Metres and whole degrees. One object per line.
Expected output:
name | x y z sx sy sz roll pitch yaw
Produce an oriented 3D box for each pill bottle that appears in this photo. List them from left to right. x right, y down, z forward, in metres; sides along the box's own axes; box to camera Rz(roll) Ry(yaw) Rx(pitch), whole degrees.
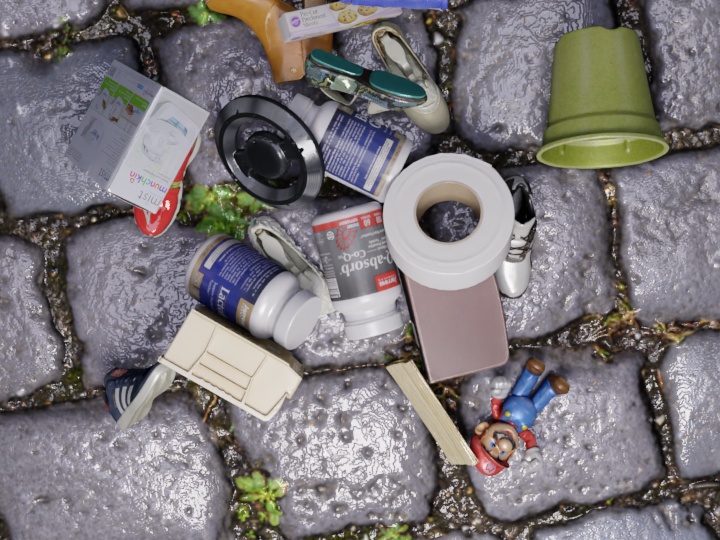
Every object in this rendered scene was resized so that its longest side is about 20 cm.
pill bottle | -0.165 0.035 1.699 0.199 0.116 0.116 29 94 21
pill bottle | -0.027 -0.198 1.716 0.199 0.111 0.112 26 93 -2
pill bottle | 0.000 0.000 1.727 0.115 0.116 0.201 -15 94 1

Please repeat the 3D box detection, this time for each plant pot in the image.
plant pot | 0.368 -0.270 1.688 0.199 0.200 0.186 -2 82 0

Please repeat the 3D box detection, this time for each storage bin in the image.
storage bin | -0.192 0.141 1.693 0.198 0.200 0.094 30 89 -2

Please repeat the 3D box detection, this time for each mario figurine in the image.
mario figurine | 0.253 0.243 1.746 0.123 0.106 0.201 32 85 32

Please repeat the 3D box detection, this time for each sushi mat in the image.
sushi mat | 0.113 0.229 1.757 0.012 0.096 0.201 -35 93 -22

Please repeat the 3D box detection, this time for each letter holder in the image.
letter holder | 0.150 0.060 1.741 0.141 0.101 0.201 -14 94 -1

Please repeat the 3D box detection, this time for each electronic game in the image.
electronic game | -0.143 -0.181 1.698 0.200 0.200 0.042 44 48 -2

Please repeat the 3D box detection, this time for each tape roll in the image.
tape roll | 0.135 -0.076 1.663 0.201 0.071 0.204 -2 68 5

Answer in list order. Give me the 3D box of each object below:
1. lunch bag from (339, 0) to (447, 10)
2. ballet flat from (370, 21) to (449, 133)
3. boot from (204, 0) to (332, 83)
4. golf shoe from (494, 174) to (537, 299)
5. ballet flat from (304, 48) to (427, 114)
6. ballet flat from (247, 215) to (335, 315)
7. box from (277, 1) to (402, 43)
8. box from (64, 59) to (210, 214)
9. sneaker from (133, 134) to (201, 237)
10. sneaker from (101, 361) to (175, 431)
lunch bag | 0.055 -0.485 1.672 0.169 0.124 0.201 2 65 0
ballet flat | 0.078 -0.306 1.732 0.069 0.069 0.201 -33 93 2
boot | -0.143 -0.369 1.726 0.200 0.071 0.145 -3 93 -4
golf shoe | 0.241 -0.051 1.736 0.077 0.094 0.202 -3 95 -2
ballet flat | 0.006 -0.282 1.696 0.199 0.074 0.075 23 93 6
ballet flat | -0.113 -0.002 1.752 0.072 0.072 0.200 -42 93 2
box | -0.030 -0.397 1.703 0.199 0.039 0.042 -17 93 -22
box | -0.347 -0.207 1.664 0.096 0.200 0.177 25 94 -39
sneaker | -0.316 -0.151 1.732 0.076 0.085 0.201 18 93 -1
sneaker | -0.359 0.178 1.718 0.085 0.075 0.200 50 135 7
